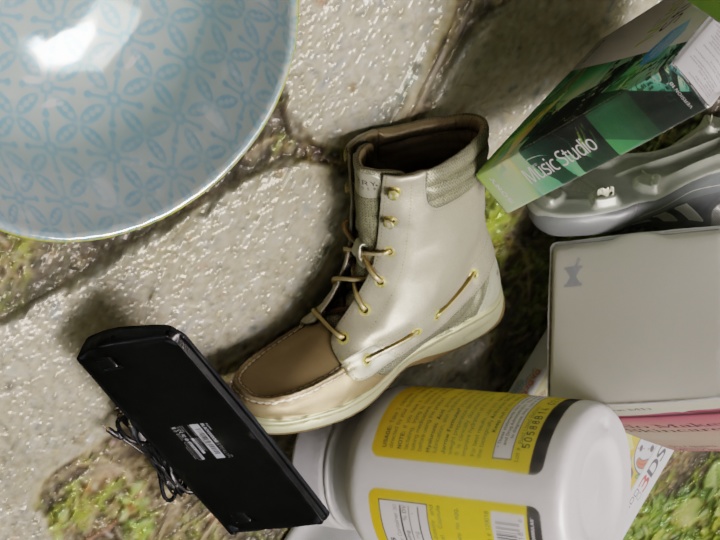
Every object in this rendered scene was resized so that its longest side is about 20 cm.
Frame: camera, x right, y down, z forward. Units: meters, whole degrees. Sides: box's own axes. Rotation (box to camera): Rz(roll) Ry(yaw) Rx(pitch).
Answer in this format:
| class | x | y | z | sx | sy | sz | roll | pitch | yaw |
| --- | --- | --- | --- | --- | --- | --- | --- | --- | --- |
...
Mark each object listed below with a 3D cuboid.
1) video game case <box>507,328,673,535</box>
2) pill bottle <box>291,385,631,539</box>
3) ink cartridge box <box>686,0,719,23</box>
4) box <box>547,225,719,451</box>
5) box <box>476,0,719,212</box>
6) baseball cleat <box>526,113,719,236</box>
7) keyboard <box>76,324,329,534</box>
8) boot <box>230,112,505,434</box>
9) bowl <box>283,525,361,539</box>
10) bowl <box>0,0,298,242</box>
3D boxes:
| class | x | y | z | sx | sy | sz | roll | pitch | yaw |
| --- | --- | --- | --- | --- | --- | --- | --- | --- | --- |
| video game case | 0.161 | 0.121 | 1.267 | 0.183 | 0.023 | 0.200 | -57 | 137 | -15 |
| pill bottle | 0.060 | 0.130 | 1.114 | 0.111 | 0.198 | 0.113 | -9 | 101 | -59 |
| ink cartridge box | 0.168 | -0.235 | 0.922 | 0.075 | 0.200 | 0.149 | -14 | 129 | -25 |
| box | 0.222 | 0.051 | 1.172 | 0.199 | 0.127 | 0.110 | 21 | 68 | -53 |
| box | 0.163 | -0.113 | 1.004 | 0.036 | 0.200 | 0.144 | 47 | 60 | -7 |
| baseball cleat | 0.196 | -0.038 | 1.182 | 0.198 | 0.070 | 0.107 | -18 | 129 | -22 |
| keyboard | -0.100 | 0.090 | 1.073 | 0.103 | 0.040 | 0.201 | -8 | 136 | 26 |
| boot | 0.000 | 0.000 | 1.074 | 0.199 | 0.072 | 0.156 | -27 | 134 | -23 |
| bowl | 0.039 | 0.228 | 1.256 | 0.199 | 0.090 | 0.203 | -18 | 130 | -23 |
| bowl | -0.139 | -0.126 | 0.856 | 0.198 | 0.108 | 0.202 | -18 | 130 | -22 |
